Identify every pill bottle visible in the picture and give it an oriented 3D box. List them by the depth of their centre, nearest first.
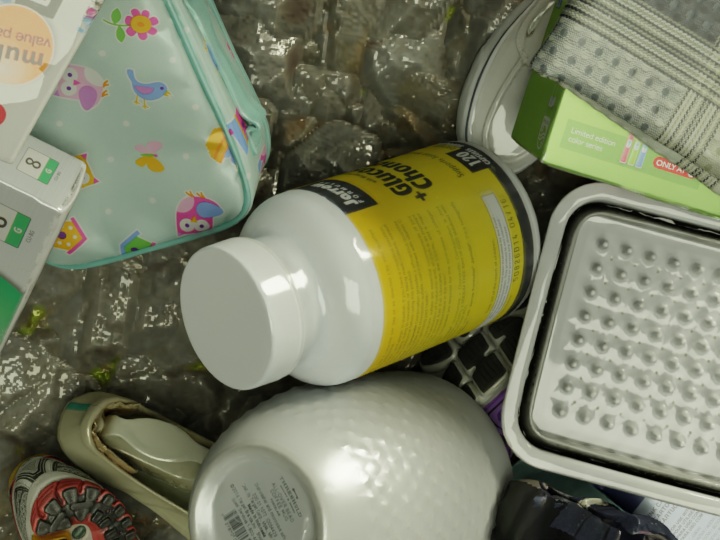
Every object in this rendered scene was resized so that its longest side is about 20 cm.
[{"bbox_3d":[0.000,0.000,1.110,0.199,0.112,0.113,-20,116,-39],"label":"pill bottle"}]

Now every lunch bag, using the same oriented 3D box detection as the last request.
[{"bbox_3d":[-0.142,-0.103,1.097,0.160,0.077,0.201,-16,118,13],"label":"lunch bag"}]

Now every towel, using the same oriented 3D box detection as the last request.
[{"bbox_3d":[0.217,-0.137,1.028,0.199,0.035,0.193,30,94,-11],"label":"towel"}]

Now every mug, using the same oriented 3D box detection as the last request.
[{"bbox_3d":[-0.006,0.160,1.113,0.147,0.175,0.201,-22,80,28],"label":"mug"}]

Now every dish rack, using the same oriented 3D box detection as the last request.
[{"bbox_3d":[0.191,0.050,1.148,0.199,0.044,0.173,15,90,-2],"label":"dish rack"}]

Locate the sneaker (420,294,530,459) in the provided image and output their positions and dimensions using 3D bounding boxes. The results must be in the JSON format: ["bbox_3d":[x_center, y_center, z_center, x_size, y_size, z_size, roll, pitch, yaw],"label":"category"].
[{"bbox_3d":[0.072,0.092,1.230,0.083,0.081,0.200,25,113,-32],"label":"sneaker"}]

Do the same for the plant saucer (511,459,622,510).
[{"bbox_3d":[0.121,0.189,1.256,0.200,0.039,0.202,-14,116,-30],"label":"plant saucer"}]

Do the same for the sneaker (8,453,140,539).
[{"bbox_3d":[-0.160,0.191,1.227,0.078,0.082,0.201,-31,127,-17],"label":"sneaker"}]

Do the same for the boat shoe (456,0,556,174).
[{"bbox_3d":[0.130,-0.135,1.150,0.072,0.066,0.200,37,100,-18],"label":"boat shoe"}]

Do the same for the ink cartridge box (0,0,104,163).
[{"bbox_3d":[-0.179,-0.182,0.934,0.147,0.145,0.201,28,104,-13],"label":"ink cartridge box"}]

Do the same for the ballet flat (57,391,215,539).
[{"bbox_3d":[-0.094,0.133,1.206,0.199,0.070,0.070,29,103,-17],"label":"ballet flat"}]

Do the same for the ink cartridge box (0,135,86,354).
[{"bbox_3d":[-0.269,-0.040,1.085,0.199,0.050,0.161,26,134,-8],"label":"ink cartridge box"}]

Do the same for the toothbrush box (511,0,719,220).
[{"bbox_3d":[0.187,-0.139,1.078,0.145,0.086,0.201,15,102,-11],"label":"toothbrush box"}]

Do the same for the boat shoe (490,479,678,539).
[{"bbox_3d":[0.159,0.187,1.174,0.200,0.092,0.075,35,72,-52],"label":"boat shoe"}]

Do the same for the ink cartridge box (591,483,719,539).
[{"bbox_3d":[0.230,0.125,1.193,0.200,0.042,0.120,38,89,-3],"label":"ink cartridge box"}]
